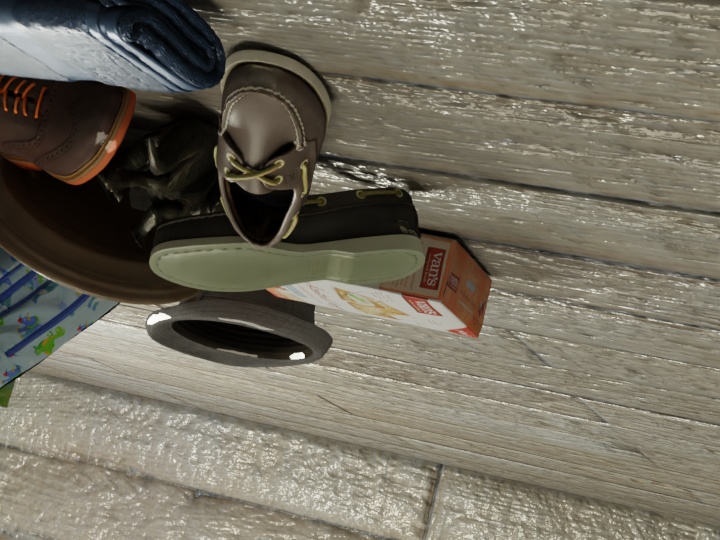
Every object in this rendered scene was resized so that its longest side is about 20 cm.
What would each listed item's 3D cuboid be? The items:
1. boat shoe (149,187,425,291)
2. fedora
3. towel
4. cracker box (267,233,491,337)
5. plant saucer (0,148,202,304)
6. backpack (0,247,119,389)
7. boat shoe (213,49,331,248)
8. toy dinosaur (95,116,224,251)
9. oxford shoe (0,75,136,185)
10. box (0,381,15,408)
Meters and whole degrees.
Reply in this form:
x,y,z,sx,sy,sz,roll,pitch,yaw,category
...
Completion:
x,y,z,sx,sy,sz,roll,pitch,yaw,category
-0.054,-0.027,1.189,0.198,0.061,0.072,-1,154,-14,boat shoe
-0.112,0.030,1.614,0.175,0.091,0.199,18,162,-26,fedora
-0.180,-0.144,0.947,0.198,0.049,0.111,8,167,28,towel
0.000,0.000,1.400,0.198,0.058,0.134,10,169,21,cracker box
-0.198,-0.045,1.256,0.198,0.030,0.201,21,-153,-11,plant saucer
-0.278,0.000,1.419,0.198,0.155,0.163,-21,-149,-5,backpack
-0.060,-0.074,1.055,0.071,0.060,0.200,14,160,2,boat shoe
-0.133,-0.075,1.179,0.077,0.102,0.200,53,169,22,toy dinosaur
-0.223,-0.106,1.148,0.072,0.072,0.199,28,164,-34,oxford shoe
-0.385,0.027,1.673,0.036,0.202,0.144,11,170,33,box
